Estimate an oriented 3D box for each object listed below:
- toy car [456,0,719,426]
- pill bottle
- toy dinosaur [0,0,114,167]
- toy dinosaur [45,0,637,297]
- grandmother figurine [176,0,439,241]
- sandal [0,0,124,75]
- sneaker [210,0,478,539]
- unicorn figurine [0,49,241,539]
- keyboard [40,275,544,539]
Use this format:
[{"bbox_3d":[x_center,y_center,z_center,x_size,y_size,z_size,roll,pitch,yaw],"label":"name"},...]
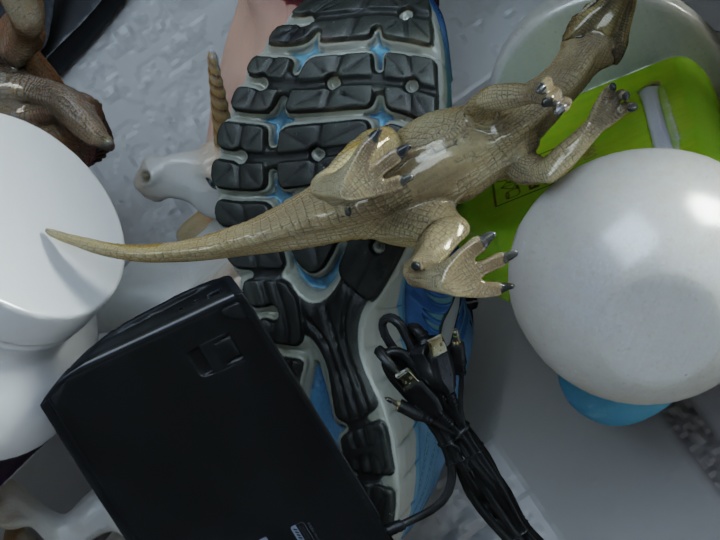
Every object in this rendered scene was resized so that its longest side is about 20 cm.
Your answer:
[{"bbox_3d":[0.135,-0.012,0.818,0.199,0.150,0.175,-15,32,7],"label":"toy car"},{"bbox_3d":[-0.162,0.036,0.834,0.200,0.112,0.113,-43,56,38],"label":"pill bottle"},{"bbox_3d":[-0.145,-0.045,0.900,0.199,0.136,0.086,1,49,29],"label":"toy dinosaur"},{"bbox_3d":[0.011,-0.024,0.748,0.199,0.101,0.058,-26,105,-4],"label":"toy dinosaur"},{"bbox_3d":[-0.019,-0.100,0.894,0.121,0.061,0.201,20,111,16],"label":"grandmother figurine"},{"bbox_3d":[-0.143,-0.102,0.994,0.076,0.043,0.201,23,77,24],"label":"sandal"},{"bbox_3d":[0.000,0.000,0.857,0.078,0.090,0.201,9,100,22],"label":"sneaker"},{"bbox_3d":[-0.077,0.033,0.892,0.137,0.074,0.201,-10,92,25],"label":"unicorn figurine"},{"bbox_3d":[-0.002,0.085,0.804,0.127,0.200,0.021,-24,26,12],"label":"keyboard"}]
